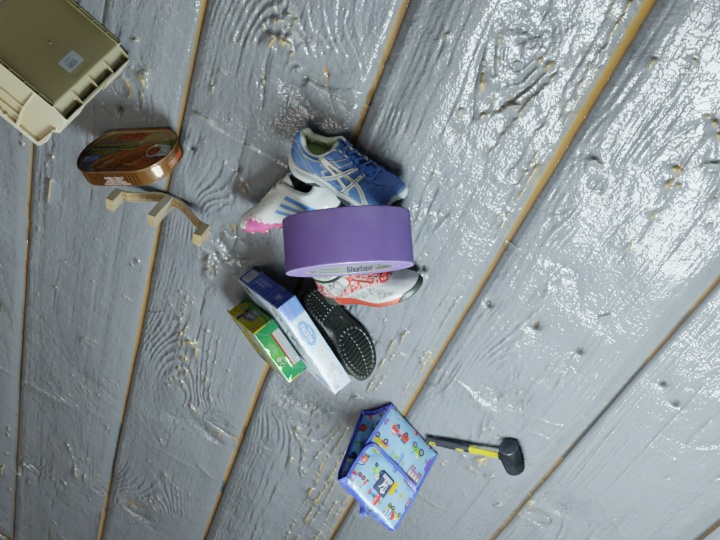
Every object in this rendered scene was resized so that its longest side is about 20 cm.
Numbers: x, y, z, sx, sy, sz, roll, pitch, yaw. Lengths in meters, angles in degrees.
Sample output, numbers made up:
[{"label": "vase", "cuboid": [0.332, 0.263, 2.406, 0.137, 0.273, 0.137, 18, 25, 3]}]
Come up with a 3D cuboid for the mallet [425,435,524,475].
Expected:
[{"label": "mallet", "cuboid": [0.210, 0.328, 1.976, 0.198, 0.041, 0.066, 12, 137, 26]}]

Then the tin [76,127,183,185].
[{"label": "tin", "cuboid": [-0.384, -0.190, 1.773, 0.198, 0.113, 0.042, 3, 141, 30]}]

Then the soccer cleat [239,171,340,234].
[{"label": "soccer cleat", "cuboid": [-0.122, -0.117, 1.725, 0.199, 0.070, 0.087, -10, 115, 31]}]

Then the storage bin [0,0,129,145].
[{"label": "storage bin", "cuboid": [-0.493, -0.326, 1.638, 0.198, 0.201, 0.094, 41, 136, -11]}]

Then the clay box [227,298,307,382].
[{"label": "clay box", "cuboid": [-0.172, 0.120, 1.904, 0.115, 0.047, 0.200, 57, 169, -22]}]

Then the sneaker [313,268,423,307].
[{"label": "sneaker", "cuboid": [-0.001, 0.001, 1.758, 0.200, 0.067, 0.108, -4, 130, 37]}]

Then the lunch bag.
[{"label": "lunch bag", "cuboid": [0.038, 0.381, 2.002, 0.094, 0.201, 0.151, -23, 117, 43]}]

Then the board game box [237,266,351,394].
[{"label": "board game box", "cuboid": [-0.118, 0.103, 1.871, 0.200, 0.043, 0.200, 59, 166, -27]}]

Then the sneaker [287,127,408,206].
[{"label": "sneaker", "cuboid": [-0.021, -0.153, 1.614, 0.198, 0.076, 0.077, 20, 142, 10]}]

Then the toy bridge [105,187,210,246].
[{"label": "toy bridge", "cuboid": [-0.351, -0.106, 1.865, 0.199, 0.067, 0.027, 22, 138, 13]}]

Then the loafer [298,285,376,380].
[{"label": "loafer", "cuboid": [-0.043, 0.110, 1.900, 0.201, 0.073, 0.071, 57, 153, -15]}]

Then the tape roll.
[{"label": "tape roll", "cuboid": [-0.019, -0.042, 1.625, 0.199, 0.199, 0.086, -8, 83, 36]}]
